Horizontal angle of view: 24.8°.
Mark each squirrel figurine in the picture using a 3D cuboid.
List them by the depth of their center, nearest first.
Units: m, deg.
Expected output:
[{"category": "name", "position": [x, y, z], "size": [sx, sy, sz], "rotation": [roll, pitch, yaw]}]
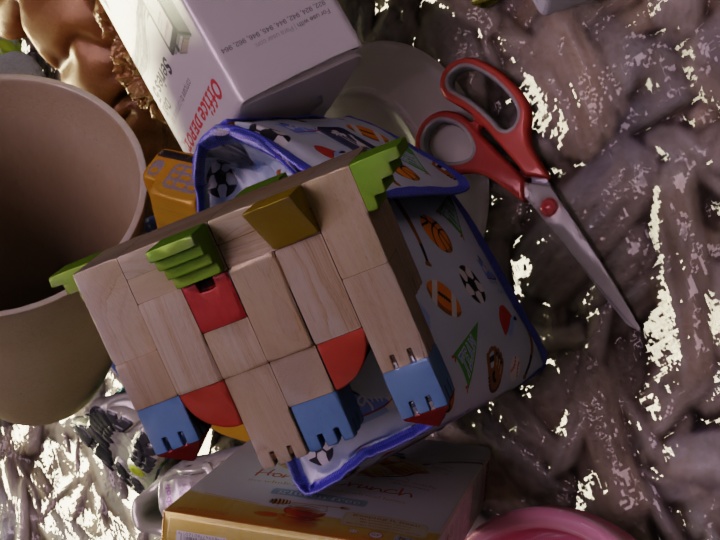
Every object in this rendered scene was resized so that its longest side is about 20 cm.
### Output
[{"category": "squirrel figurine", "position": [-0.144, -0.128, 1.118], "size": [0.200, 0.141, 0.188], "rotation": [-25, 80, 59]}]

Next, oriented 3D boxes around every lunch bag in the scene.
[{"category": "lunch bag", "position": [0.000, 0.000, 0.926], "size": [0.124, 0.170, 0.201], "rotation": [-32, 81, 25]}]

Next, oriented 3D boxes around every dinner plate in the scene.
[{"category": "dinner plate", "position": [0.002, -0.049, 1.063], "size": [0.200, 0.024, 0.201], "rotation": [2, 93, 46]}]

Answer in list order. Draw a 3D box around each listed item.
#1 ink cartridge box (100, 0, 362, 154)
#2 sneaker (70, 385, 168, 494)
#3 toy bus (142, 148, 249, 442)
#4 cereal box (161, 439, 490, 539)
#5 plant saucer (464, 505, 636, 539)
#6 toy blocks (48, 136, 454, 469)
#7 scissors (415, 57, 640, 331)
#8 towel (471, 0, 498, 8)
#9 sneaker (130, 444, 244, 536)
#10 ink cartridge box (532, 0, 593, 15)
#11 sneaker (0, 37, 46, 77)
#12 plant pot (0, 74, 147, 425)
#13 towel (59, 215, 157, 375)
[{"category": "ink cartridge box", "position": [-0.095, -0.172, 0.964], "size": [0.201, 0.084, 0.146], "rotation": [61, 161, 6]}, {"category": "sneaker", "position": [-0.148, 0.106, 1.156], "size": [0.078, 0.080, 0.200], "rotation": [46, 158, -4]}, {"category": "toy bus", "position": [-0.083, 0.019, 1.010], "size": [0.065, 0.078, 0.200], "rotation": [15, 146, 28]}, {"category": "cereal box", "position": [-0.012, 0.132, 0.924], "size": [0.143, 0.200, 0.040], "rotation": [6, 101, 12]}, {"category": "plant saucer", "position": [0.121, 0.232, 0.925], "size": [0.200, 0.051, 0.202], "rotation": [1, 91, 45]}, {"category": "toy blocks", "position": [-0.043, 0.032, 0.815], "size": [0.199, 0.100, 0.137], "rotation": [-20, 101, 15]}, {"category": "scissors", "position": [0.108, -0.051, 0.958], "size": [0.200, 0.014, 0.073], "rotation": [42, 102, 30]}, {"category": "towel", "position": [0.074, -0.267, 0.991], "size": [0.086, 0.018, 0.201], "rotation": [-27, 72, 43]}, {"category": "sneaker", "position": [-0.071, 0.152, 1.085], "size": [0.200, 0.099, 0.075], "rotation": [-20, 78, 43]}, {"category": "ink cartridge box", "position": [0.091, -0.254, 0.862], "size": [0.163, 0.057, 0.200], "rotation": [62, 163, 21]}, {"category": "sneaker", "position": [-0.315, -0.146, 1.360], "size": [0.200, 0.075, 0.105], "rotation": [61, 141, 35]}, {"category": "plant pot", "position": [-0.223, 0.009, 1.061], "size": [0.188, 0.187, 0.200], "rotation": [55, 159, 30]}, {"category": "towel", "position": [-0.129, 0.025, 1.141], "size": [0.200, 0.024, 0.145], "rotation": [-17, 119, 43]}]
